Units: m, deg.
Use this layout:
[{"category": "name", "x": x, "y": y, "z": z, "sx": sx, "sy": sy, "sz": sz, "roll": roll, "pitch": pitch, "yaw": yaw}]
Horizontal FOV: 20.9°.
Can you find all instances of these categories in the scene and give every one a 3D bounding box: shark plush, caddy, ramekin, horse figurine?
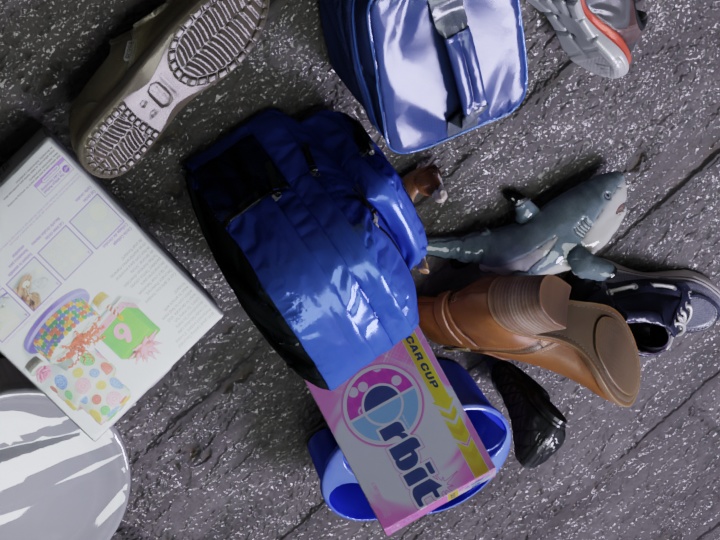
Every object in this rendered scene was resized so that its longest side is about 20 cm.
[{"category": "shark plush", "x": 0.146, "y": -0.040, "z": 1.780, "sx": 0.198, "sy": 0.091, "sz": 0.084, "roll": -4, "pitch": 113, "yaw": 1}, {"category": "caddy", "x": 0.046, "y": 0.168, "z": 1.852, "sx": 0.198, "sy": 0.105, "sz": 0.142, "roll": -4, "pitch": 131, "yaw": -27}, {"category": "ramekin", "x": -0.299, "y": 0.166, "z": 1.642, "sx": 0.200, "sy": 0.094, "sz": 0.204, "roll": -10, "pitch": 120, "yaw": -17}, {"category": "horse figurine", "x": 0.000, "y": 0.000, "z": 1.680, "sx": 0.050, "sy": 0.133, "sz": 0.200, "roll": 30, "pitch": 122, "yaw": -36}]

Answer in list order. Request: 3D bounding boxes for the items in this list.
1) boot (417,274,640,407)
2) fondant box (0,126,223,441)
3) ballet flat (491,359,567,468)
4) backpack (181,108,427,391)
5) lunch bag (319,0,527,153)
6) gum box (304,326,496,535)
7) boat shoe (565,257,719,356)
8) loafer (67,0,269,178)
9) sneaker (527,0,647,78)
[{"category": "boot", "x": 0.154, "y": 0.070, "z": 1.796, "sx": 0.154, "sy": 0.077, "sz": 0.199, "roll": -9, "pitch": 150, "yaw": 41}, {"category": "fondant box", "x": -0.226, "y": 0.011, "z": 1.518, "sx": 0.144, "sy": 0.058, "sz": 0.200, "roll": -44, "pitch": 108, "yaw": -1}, {"category": "ballet flat", "x": 0.148, "y": 0.129, "z": 1.828, "sx": 0.066, "sy": 0.200, "sz": 0.057, "roll": 37, "pitch": 96, "yaw": -10}, {"category": "backpack", "x": -0.033, "y": -0.022, "z": 1.568, "sx": 0.167, "sy": 0.201, "sz": 0.163, "roll": -34, "pitch": 136, "yaw": 3}, {"category": "lunch bag", "x": 0.049, "y": -0.188, "z": 1.514, "sx": 0.135, "sy": 0.133, "sz": 0.201, "roll": -23, "pitch": 136, "yaw": -8}, {"category": "gum box", "x": 0.025, "y": 0.120, "z": 1.741, "sx": 0.113, "sy": 0.201, "sz": 0.066, "roll": -28, "pitch": 168, "yaw": -3}, {"category": "boat shoe", "x": 0.291, "y": 0.049, "z": 1.892, "sx": 0.198, "sy": 0.093, "sz": 0.075, "roll": 8, "pitch": 125, "yaw": -34}, {"category": "loafer", "x": -0.153, "y": -0.161, "z": 1.476, "sx": 0.200, "sy": 0.068, "sz": 0.076, "roll": -46, "pitch": 139, "yaw": -9}, {"category": "sneaker", "x": 0.179, "y": -0.246, "z": 1.598, "sx": 0.082, "sy": 0.077, "sz": 0.200, "roll": -55, "pitch": 140, "yaw": -14}]
